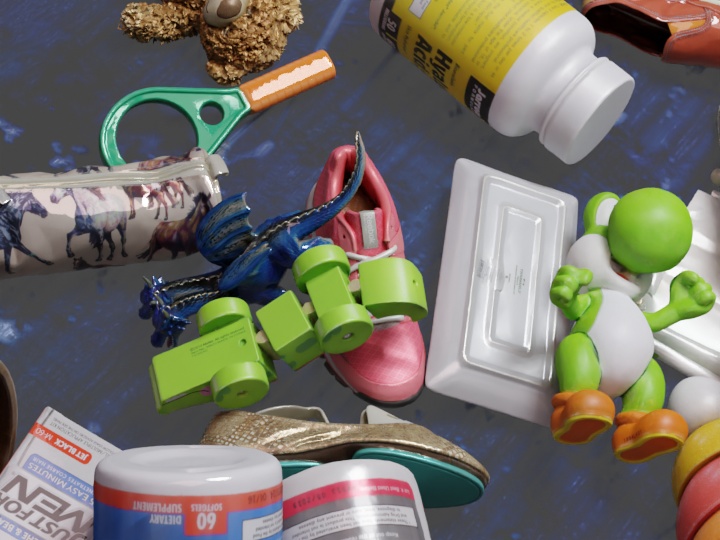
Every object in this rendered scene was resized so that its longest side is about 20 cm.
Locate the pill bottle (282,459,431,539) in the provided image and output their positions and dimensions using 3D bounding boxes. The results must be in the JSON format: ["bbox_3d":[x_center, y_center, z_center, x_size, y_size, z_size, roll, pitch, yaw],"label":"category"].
[{"bbox_3d":[0.003,0.227,0.890,0.110,0.111,0.201,-8,61,-11],"label":"pill bottle"}]

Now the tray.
[{"bbox_3d":[0.110,0.009,1.066,0.107,0.022,0.201,17,58,-12],"label":"tray"}]

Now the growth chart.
[{"bbox_3d":[0.284,0.009,1.103,0.144,0.018,0.200,35,62,14],"label":"growth chart"}]

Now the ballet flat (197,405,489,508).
[{"bbox_3d":[-0.012,0.118,0.981,0.198,0.071,0.066,5,45,-7],"label":"ballet flat"}]

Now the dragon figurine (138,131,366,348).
[{"bbox_3d":[-0.074,-0.014,1.006,0.099,0.200,0.059,9,44,-47],"label":"dragon figurine"}]

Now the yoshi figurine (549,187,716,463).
[{"bbox_3d":[0.186,0.022,1.009,0.111,0.113,0.201,-6,56,20],"label":"yoshi figurine"}]

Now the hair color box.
[{"bbox_3d":[-0.203,0.199,0.905,0.110,0.064,0.201,29,62,2],"label":"hair color box"}]

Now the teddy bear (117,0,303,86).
[{"bbox_3d":[-0.135,-0.243,1.177,0.144,0.067,0.201,-16,62,-12],"label":"teddy bear"}]

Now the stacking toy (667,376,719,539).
[{"bbox_3d":[0.256,0.146,0.971,0.145,0.147,0.201,-6,45,-10],"label":"stacking toy"}]

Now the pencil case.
[{"bbox_3d":[-0.194,-0.042,1.039,0.198,0.090,0.078,-7,60,-11],"label":"pencil case"}]

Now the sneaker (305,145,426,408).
[{"bbox_3d":[0.000,0.000,1.037,0.073,0.087,0.201,-9,62,-11],"label":"sneaker"}]

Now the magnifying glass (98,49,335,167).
[{"bbox_3d":[-0.109,-0.122,1.127,0.199,0.022,0.080,-27,82,-19],"label":"magnifying glass"}]

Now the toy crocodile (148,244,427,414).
[{"bbox_3d":[-0.050,0.044,0.981,0.199,0.062,0.068,-27,56,5],"label":"toy crocodile"}]

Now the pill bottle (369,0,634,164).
[{"bbox_3d":[0.112,-0.175,1.138,0.200,0.112,0.111,41,64,18],"label":"pill bottle"}]

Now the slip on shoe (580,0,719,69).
[{"bbox_3d":[0.270,-0.191,1.191,0.199,0.074,0.061,27,68,15],"label":"slip on shoe"}]

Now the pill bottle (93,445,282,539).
[{"bbox_3d":[-0.100,0.209,0.851,0.111,0.112,0.202,-1,92,-7],"label":"pill bottle"}]

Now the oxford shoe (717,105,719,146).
[{"bbox_3d":[0.305,-0.089,1.103,0.058,0.075,0.201,37,33,-26],"label":"oxford shoe"}]

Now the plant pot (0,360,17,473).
[{"bbox_3d":[-0.348,0.108,0.885,0.197,0.201,0.201,21,59,15],"label":"plant pot"}]
